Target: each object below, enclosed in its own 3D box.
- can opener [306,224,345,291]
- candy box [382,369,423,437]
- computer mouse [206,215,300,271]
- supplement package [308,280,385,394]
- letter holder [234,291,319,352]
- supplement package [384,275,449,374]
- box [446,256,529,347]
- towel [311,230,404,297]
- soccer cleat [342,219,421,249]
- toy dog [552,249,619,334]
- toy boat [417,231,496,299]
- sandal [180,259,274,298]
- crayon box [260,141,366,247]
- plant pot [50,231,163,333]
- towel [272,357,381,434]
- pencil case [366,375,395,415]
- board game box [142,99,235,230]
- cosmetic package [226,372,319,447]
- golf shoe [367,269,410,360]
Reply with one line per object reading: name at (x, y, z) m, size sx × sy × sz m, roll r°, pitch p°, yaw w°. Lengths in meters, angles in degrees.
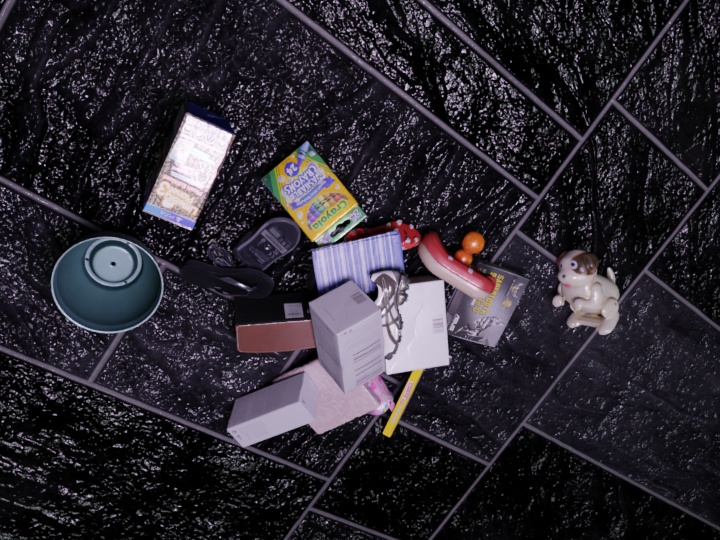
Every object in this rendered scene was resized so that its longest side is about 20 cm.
can opener at (-0.080, -0.047, 1.433) m, size 0.063 × 0.079 × 0.200 m, roll -20°, pitch 128°, yaw -51°
candy box at (0.115, 0.314, 1.614) m, size 0.026 × 0.102 × 0.200 m, roll 27°, pitch 105°, yaw 12°
computer mouse at (-0.219, -0.057, 1.387) m, size 0.200 × 0.053 × 0.139 m, roll -32°, pitch 120°, yaw 12°
supplement package at (-0.025, 0.143, 1.353) m, size 0.109 × 0.114 × 0.200 m, roll -27°, pitch 138°, yaw -22°
letter holder at (-0.177, 0.137, 1.433) m, size 0.200 × 0.101 × 0.142 m, roll -3°, pitch 126°, yaw -11°
supplement package at (0.111, 0.122, 1.497) m, size 0.155 × 0.111 × 0.200 m, roll -7°, pitch 98°, yaw -14°
box at (0.306, 0.081, 1.599) m, size 0.158 × 0.048 × 0.200 m, roll 18°, pitch 106°, yaw -22°
towel at (0.000, 0.000, 1.382) m, size 0.200 × 0.024 × 0.145 m, roll -13°, pitch 108°, yaw -11°
soccer cleat at (0.045, -0.065, 1.456) m, size 0.200 × 0.069 × 0.085 m, roll -8°, pitch 155°, yaw -31°
toy dog at (0.572, 0.036, 1.614) m, size 0.194 × 0.140 × 0.200 m, roll -45°, pitch 118°, yaw -9°
toy boat at (0.234, -0.032, 1.466) m, size 0.200 × 0.131 × 0.131 m, roll 32°, pitch 99°, yaw 2°
sandal at (-0.287, 0.029, 1.375) m, size 0.200 × 0.043 × 0.076 m, roll 9°, pitch 131°, yaw -5°
crayon box at (-0.095, -0.152, 1.341) m, size 0.126 × 0.052 × 0.200 m, roll -40°, pitch 96°, yaw 2°
plant pot at (-0.496, 0.005, 1.278) m, size 0.200 × 0.134 × 0.201 m, roll -6°, pitch 114°, yaw -14°
towel at (-0.079, 0.290, 1.532) m, size 0.200 × 0.032 × 0.191 m, roll -29°, pitch 113°, yaw 23°
pencil case at (0.013, 0.264, 1.567) m, size 0.087 × 0.087 × 0.200 m, roll -30°, pitch 115°, yaw -3°
board game box at (-0.330, -0.205, 1.226) m, size 0.097 × 0.159 × 0.200 m, roll 23°, pitch 105°, yaw -24°
cosmetic package at (-0.201, 0.323, 1.486) m, size 0.200 × 0.102 × 0.071 m, roll -24°, pitch 119°, yaw 18°
golf shoe at (0.047, 0.094, 1.380) m, size 0.094 × 0.078 × 0.200 m, roll 5°, pitch 100°, yaw -9°
